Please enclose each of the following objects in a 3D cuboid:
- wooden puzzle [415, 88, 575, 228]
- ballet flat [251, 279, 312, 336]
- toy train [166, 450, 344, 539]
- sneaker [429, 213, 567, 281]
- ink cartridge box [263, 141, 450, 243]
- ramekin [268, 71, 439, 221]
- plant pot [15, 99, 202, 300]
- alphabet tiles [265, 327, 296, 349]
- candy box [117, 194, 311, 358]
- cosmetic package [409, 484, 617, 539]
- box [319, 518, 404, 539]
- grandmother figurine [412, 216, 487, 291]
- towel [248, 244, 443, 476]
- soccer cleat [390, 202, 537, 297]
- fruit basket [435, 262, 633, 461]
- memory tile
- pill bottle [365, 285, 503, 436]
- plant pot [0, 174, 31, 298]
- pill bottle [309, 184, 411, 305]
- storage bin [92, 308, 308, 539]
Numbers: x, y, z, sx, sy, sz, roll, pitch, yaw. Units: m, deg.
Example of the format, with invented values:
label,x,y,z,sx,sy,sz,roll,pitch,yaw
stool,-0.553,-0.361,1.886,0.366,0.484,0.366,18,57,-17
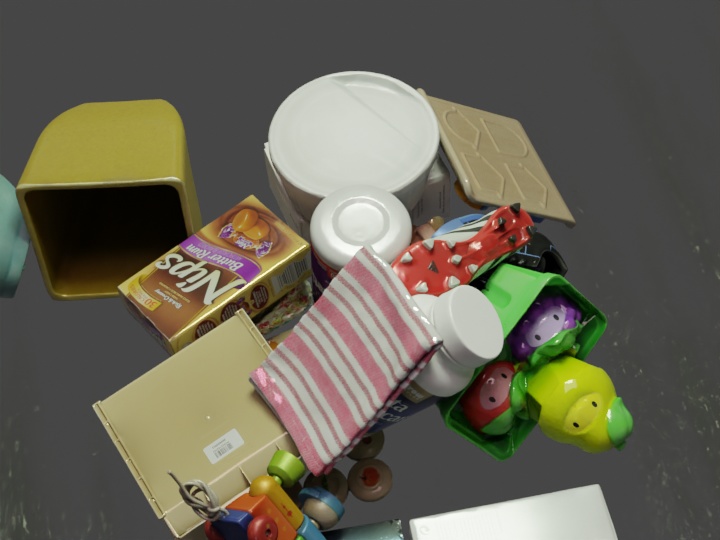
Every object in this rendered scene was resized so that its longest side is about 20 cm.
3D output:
label,x,y,z,sx,sy,sz,roll,pitch,yaw
wooden puzzle,0.161,-0.131,1.723,0.200,0.046,0.186,14,40,-39
ballet flat,-0.144,0.057,1.638,0.200,0.064,0.076,-37,46,-22
toy train,-0.099,0.224,1.379,0.085,0.200,0.116,-5,40,46
sneaker,0.164,-0.017,1.626,0.200,0.070,0.078,-4,39,-43
ink cartridge box,-0.005,-0.114,1.748,0.199,0.084,0.146,-18,53,-11
ramekin,-0.006,-0.134,1.651,0.202,0.094,0.203,-1,55,1
plant pot,-0.291,-0.103,1.701,0.195,0.195,0.200,-2,46,3
alphabet tiles,-0.033,0.124,1.616,0.200,0.006,0.167,-22,54,-13
candy box,-0.165,0.010,1.604,0.200,0.057,0.117,-37,53,-18
cosmetic package,0.154,0.289,1.415,0.199,0.102,0.071,-11,53,-3
box,-0.044,0.340,1.428,0.199,0.038,0.137,-9,52,-3
grandmother figurine,0.120,0.020,1.651,0.121,0.061,0.200,-26,54,-22
towel,-0.018,0.091,1.407,0.200,0.030,0.146,-50,56,16
soccer cleat,0.106,-0.013,1.516,0.200,0.085,0.069,-28,82,-28
fruit basket,0.194,0.117,1.493,0.215,0.155,0.216,-21,53,29
memory tile,-0.051,0.178,1.558,0.153,0.017,0.200,-11,56,-1
pill bottle,0.050,0.092,1.451,0.200,0.111,0.111,-31,40,37
plant pot,-0.468,-0.039,1.672,0.134,0.200,0.201,14,50,-16
pill bottle,0.000,0.000,1.574,0.112,0.200,0.113,0,58,0
storage bin,-0.154,0.179,1.508,0.200,0.094,0.199,-33,57,-9
